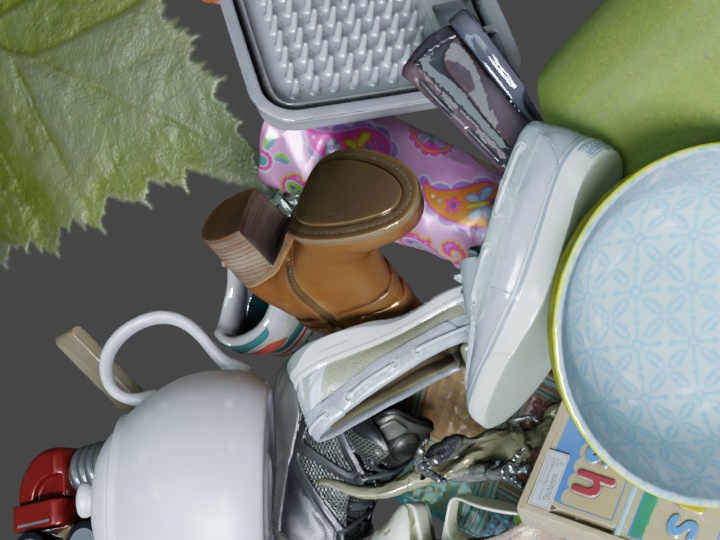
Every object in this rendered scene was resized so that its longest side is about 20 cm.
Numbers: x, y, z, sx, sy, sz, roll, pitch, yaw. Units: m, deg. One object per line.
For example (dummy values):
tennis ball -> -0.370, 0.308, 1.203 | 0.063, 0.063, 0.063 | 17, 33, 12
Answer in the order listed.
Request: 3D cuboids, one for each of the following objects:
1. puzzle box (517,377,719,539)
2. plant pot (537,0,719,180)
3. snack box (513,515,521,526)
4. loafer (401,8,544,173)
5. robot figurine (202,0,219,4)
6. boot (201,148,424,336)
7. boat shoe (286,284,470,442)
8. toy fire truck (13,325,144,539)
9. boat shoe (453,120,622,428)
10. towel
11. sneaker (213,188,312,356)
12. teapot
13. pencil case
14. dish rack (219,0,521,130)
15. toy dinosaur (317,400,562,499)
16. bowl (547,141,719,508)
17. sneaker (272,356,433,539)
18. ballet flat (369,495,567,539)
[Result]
puzzle box -> 0.197, 0.091, 0.723 | 0.132, 0.025, 0.201 | 14, 61, 28
plant pot -> 0.215, -0.131, 0.698 | 0.189, 0.199, 0.201 | -34, 74, 37
snack box -> 0.217, 0.222, 0.752 | 0.198, 0.068, 0.170 | -13, 87, 28
loafer -> 0.104, -0.076, 0.760 | 0.063, 0.072, 0.201 | -34, 95, 10
robot figurine -> -0.138, -0.290, 0.908 | 0.199, 0.117, 0.145 | 30, 113, 7
boot -> 0.000, 0.000, 0.791 | 0.199, 0.155, 0.077 | -15, 45, 40
boat shoe -> 0.050, 0.061, 0.803 | 0.200, 0.075, 0.065 | -16, 64, -8
toy fire truck -> -0.228, 0.163, 0.986 | 0.175, 0.128, 0.202 | -17, 71, 29
boat shoe -> 0.100, 0.002, 0.717 | 0.071, 0.070, 0.202 | 35, 120, 35
towel -> 0.053, 0.112, 0.872 | 0.199, 0.022, 0.148 | 21, 101, 28
sneaker -> -0.056, -0.021, 0.891 | 0.070, 0.093, 0.201 | 30, 105, 26
teapot -> -0.138, 0.164, 0.848 | 0.144, 0.201, 0.199 | 0, 122, 0
pencil case -> 0.019, -0.066, 0.828 | 0.199, 0.087, 0.088 | 24, 102, 10
dish rack -> 0.000, -0.175, 0.818 | 0.044, 0.198, 0.173 | 107, 149, -59
toy dinosaur -> 0.069, 0.128, 0.768 | 0.198, 0.088, 0.048 | -15, 87, -5
bowl -> 0.196, 0.026, 0.670 | 0.198, 0.108, 0.202 | 0, 96, -5
sneaker -> -0.005, 0.164, 0.851 | 0.113, 0.076, 0.202 | -4, 84, 35
ballet flat -> 0.059, 0.191, 0.783 | 0.199, 0.068, 0.068 | -14, 83, 32
